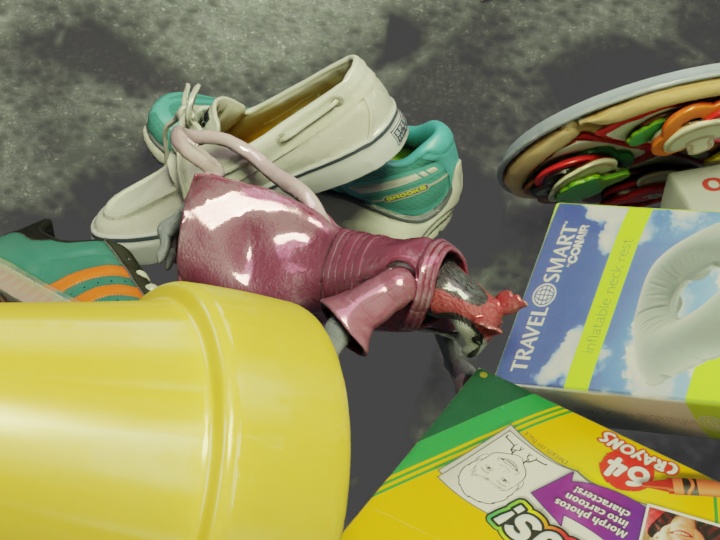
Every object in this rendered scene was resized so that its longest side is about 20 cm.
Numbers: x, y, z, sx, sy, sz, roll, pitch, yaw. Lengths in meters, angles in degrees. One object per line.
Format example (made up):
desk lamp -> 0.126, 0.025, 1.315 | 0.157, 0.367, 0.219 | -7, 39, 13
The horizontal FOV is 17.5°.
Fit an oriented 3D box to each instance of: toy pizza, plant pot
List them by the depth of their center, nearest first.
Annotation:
plant pot -> -0.131, 0.094, 1.075 | 0.188, 0.201, 0.202 | 13, 37, -26
toy pizza -> 0.177, -0.070, 1.349 | 0.199, 0.200, 0.032 | -10, 75, -15

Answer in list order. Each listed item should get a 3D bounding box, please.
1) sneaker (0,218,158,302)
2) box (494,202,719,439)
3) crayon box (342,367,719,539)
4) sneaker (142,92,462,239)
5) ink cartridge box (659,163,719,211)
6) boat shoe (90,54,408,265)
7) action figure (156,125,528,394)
sneaker -> -0.131, 0.027, 1.284 | 0.199, 0.072, 0.080 | 29, 53, 26
box -> 0.161, 0.027, 1.251 | 0.199, 0.048, 0.123 | 4, 59, 34
crayon box -> 0.100, 0.157, 1.173 | 0.199, 0.059, 0.173 | 25, 46, 20
sneaker -> -0.033, -0.080, 1.404 | 0.198, 0.080, 0.078 | 12, 43, 9
ink cartridge box -> 0.266, 0.024, 1.313 | 0.145, 0.084, 0.201 | -10, 45, -15
boat shoe -> -0.079, -0.072, 1.330 | 0.201, 0.086, 0.075 | -20, 32, 20
action figure -> 0.000, 0.000, 1.262 | 0.199, 0.150, 0.134 | 5, 7, 27
